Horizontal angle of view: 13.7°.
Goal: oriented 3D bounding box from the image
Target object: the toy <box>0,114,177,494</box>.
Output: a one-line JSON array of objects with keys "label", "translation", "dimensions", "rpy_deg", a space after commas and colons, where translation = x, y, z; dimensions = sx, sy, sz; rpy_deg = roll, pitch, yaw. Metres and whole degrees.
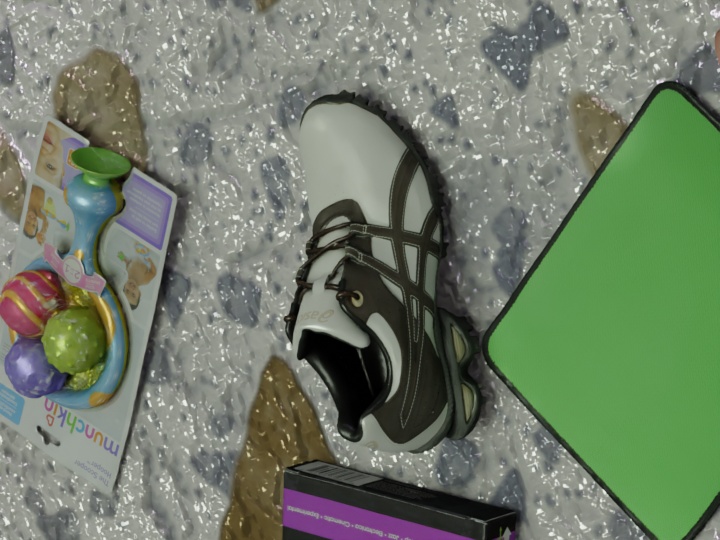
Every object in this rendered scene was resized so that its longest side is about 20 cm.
[{"label": "toy", "translation": [-0.178, 0.023, 1.763], "dimensions": [0.115, 0.047, 0.201], "rpy_deg": [31, 116, 32]}]

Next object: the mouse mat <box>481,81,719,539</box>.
[{"label": "mouse mat", "translation": [0.157, 0.025, 1.522], "dimensions": [0.161, 0.008, 0.200], "rpy_deg": [47, 125, 22]}]

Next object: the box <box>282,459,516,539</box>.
[{"label": "box", "translation": [0.017, 0.216, 1.652], "dimensions": [0.143, 0.036, 0.201], "rpy_deg": [12, 104, 37]}]

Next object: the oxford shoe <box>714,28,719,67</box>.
[{"label": "oxford shoe", "translation": [0.241, -0.045, 1.404], "dimensions": [0.074, 0.071, 0.200], "rpy_deg": [-34, 80, 29]}]

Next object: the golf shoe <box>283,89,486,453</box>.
[{"label": "golf shoe", "translation": [0.000, 0.000, 1.586], "dimensions": [0.078, 0.094, 0.201], "rpy_deg": [-28, 77, 41]}]
